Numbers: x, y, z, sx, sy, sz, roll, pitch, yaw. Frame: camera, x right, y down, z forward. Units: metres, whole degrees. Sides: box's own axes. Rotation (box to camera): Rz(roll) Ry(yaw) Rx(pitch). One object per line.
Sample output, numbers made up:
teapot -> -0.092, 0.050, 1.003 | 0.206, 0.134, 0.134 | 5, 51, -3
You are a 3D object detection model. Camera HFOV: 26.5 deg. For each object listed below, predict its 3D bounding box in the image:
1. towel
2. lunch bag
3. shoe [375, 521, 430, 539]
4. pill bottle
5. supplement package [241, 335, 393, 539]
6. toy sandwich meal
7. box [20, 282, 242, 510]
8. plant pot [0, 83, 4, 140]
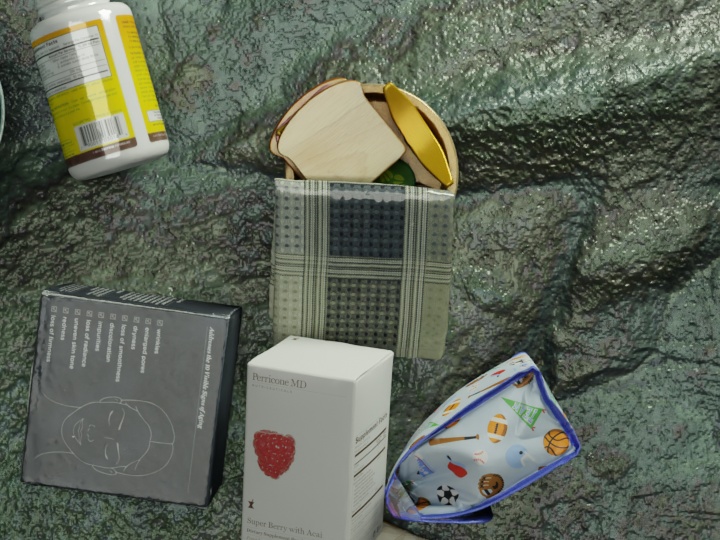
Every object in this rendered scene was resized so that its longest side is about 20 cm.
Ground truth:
towel -> 0.000, 0.000, 1.592 | 0.190, 0.035, 0.202 | 3, 117, -1
lunch bag -> 0.116, 0.185, 1.560 | 0.199, 0.170, 0.125 | -30, 88, 2
shoe -> 0.036, 0.308, 1.628 | 0.198, 0.053, 0.071 | 10, 94, 1
pill bottle -> -0.273, -0.202, 1.573 | 0.108, 0.109, 0.202 | -15, 93, 3
supplement package -> -0.045, 0.183, 1.560 | 0.120, 0.120, 0.202 | 7, 104, 19
toy sandwich meal -> 0.007, -0.107, 1.590 | 0.202, 0.070, 0.208 | 0, 94, 2
box -> -0.234, 0.127, 1.588 | 0.194, 0.124, 0.203 | 8, 94, 3
plant pot -> -0.454, -0.165, 1.565 | 0.198, 0.134, 0.203 | -1, 97, -4
